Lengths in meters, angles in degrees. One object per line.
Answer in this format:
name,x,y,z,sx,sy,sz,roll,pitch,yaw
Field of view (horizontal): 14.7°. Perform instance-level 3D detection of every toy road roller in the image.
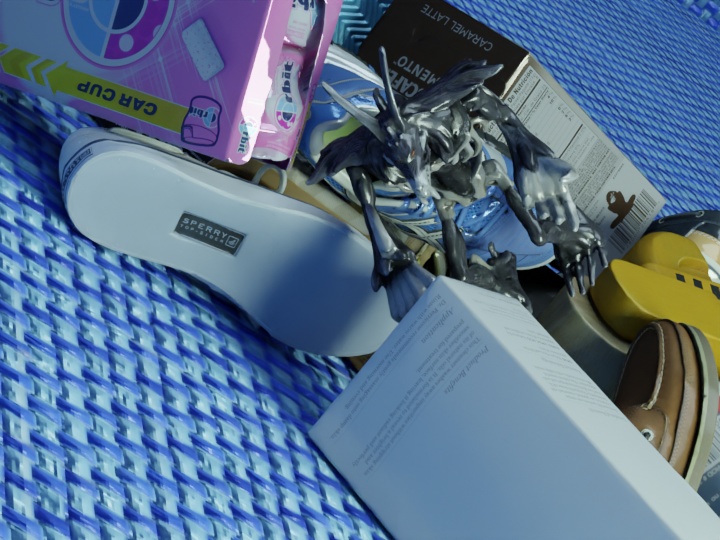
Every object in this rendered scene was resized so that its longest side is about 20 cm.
toy road roller,0.159,0.044,1.625,0.200,0.123,0.146,17,32,-37

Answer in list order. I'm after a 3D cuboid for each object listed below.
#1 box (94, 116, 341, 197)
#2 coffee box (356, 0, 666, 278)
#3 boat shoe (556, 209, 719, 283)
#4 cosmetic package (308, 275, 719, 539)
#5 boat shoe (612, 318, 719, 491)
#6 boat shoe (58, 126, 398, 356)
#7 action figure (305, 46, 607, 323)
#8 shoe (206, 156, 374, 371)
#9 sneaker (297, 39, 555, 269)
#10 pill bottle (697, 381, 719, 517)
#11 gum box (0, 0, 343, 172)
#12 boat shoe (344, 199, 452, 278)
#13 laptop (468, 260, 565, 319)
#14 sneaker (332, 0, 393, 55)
box,-0.098,-0.100,1.644,0.160,0.044,0.200,44,16,14
coffee box,0.088,-0.078,1.700,0.114,0.080,0.200,34,-4,40
boat shoe,0.181,0.007,1.790,0.075,0.062,0.200,42,-28,-13
cosmetic package,0.082,0.110,1.339,0.200,0.113,0.081,50,18,29
boat shoe,0.138,0.100,1.443,0.068,0.072,0.200,20,49,-11
boat shoe,-0.070,-0.022,1.450,0.202,0.075,0.086,22,17,-23
action figure,0.056,-0.033,1.414,0.200,0.119,0.102,39,20,-49
shoe,0.000,0.000,1.509,0.200,0.070,0.053,43,34,-2
sneaker,0.030,-0.048,1.507,0.200,0.076,0.077,27,20,-25
pill bottle,0.229,0.166,1.509,0.120,0.120,0.200,21,25,-50
gum box,-0.105,-0.131,1.436,0.200,0.114,0.066,20,7,31
boat shoe,0.021,-0.010,1.639,0.066,0.074,0.200,54,18,5
laptop,0.106,0.058,1.741,0.177,0.103,0.200,36,41,-9
sneaker,-0.002,-0.111,1.742,0.081,0.077,0.200,21,-34,39
